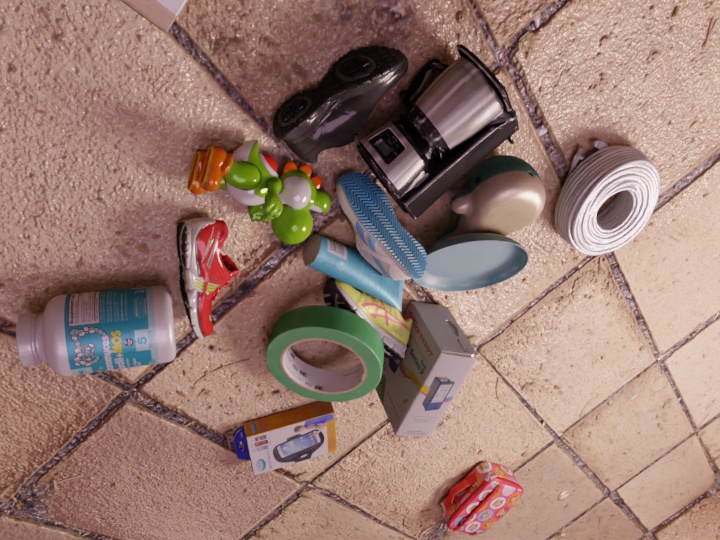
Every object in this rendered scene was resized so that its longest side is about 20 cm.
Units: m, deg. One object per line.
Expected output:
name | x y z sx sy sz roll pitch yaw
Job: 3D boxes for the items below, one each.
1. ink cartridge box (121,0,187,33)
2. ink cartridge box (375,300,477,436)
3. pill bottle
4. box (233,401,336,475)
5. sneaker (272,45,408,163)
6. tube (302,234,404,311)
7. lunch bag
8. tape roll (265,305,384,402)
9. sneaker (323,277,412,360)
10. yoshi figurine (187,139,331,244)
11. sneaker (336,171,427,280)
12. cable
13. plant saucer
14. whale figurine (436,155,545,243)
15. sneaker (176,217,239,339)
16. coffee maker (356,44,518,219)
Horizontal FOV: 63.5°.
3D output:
ink cartridge box | -0.210 -0.375 0.571 0.163 0.075 0.201 29 108 -35
ink cartridge box | 0.111 0.180 1.067 0.086 0.146 0.202 11 120 -28
pill bottle | -0.365 0.085 0.816 0.196 0.111 0.113 -6 127 -19
box | -0.145 0.330 1.136 0.196 0.042 0.121 -14 129 -16
sneaker | -0.020 -0.221 0.778 0.198 0.077 0.091 -30 140 9
tube | 0.000 0.000 0.946 0.198 0.050 0.079 23 69 -33
lunch bag | 0.301 0.582 1.490 0.175 0.082 0.201 28 108 -32
tape roll | -0.059 0.144 0.978 0.196 0.049 0.203 5 133 6
sneaker | 0.017 0.066 1.001 0.200 0.077 0.091 44 64 -28
yoshi figurine | -0.133 -0.093 0.798 0.197 0.114 0.112 14 134 -33
sneaker | 0.019 -0.060 0.895 0.201 0.080 0.077 53 53 -23
cable | 0.443 -0.123 1.040 0.196 0.070 0.203 1 124 -24
plant saucer | 0.182 -0.015 0.981 0.196 0.028 0.201 -3 156 -1
whale figurine | 0.204 -0.106 0.948 0.156 0.106 0.200 10 144 -30
sneaker | -0.219 0.017 0.855 0.083 0.077 0.203 -9 128 -24
coffee maker | 0.116 -0.173 0.820 0.199 0.135 0.192 -39 131 9
